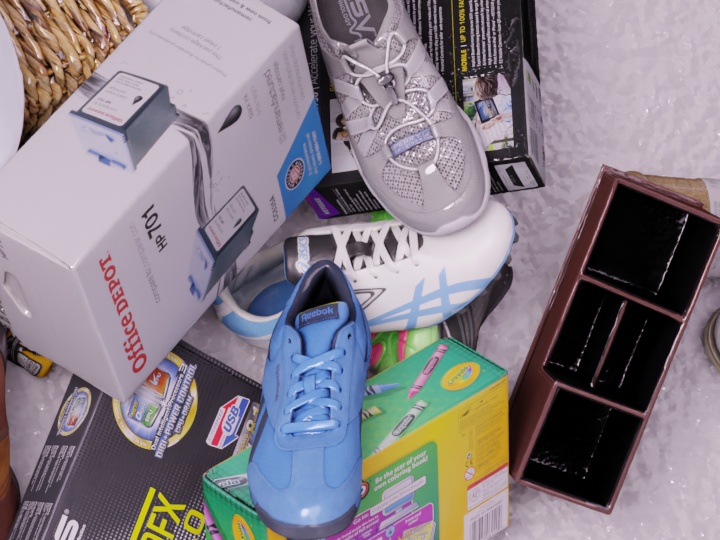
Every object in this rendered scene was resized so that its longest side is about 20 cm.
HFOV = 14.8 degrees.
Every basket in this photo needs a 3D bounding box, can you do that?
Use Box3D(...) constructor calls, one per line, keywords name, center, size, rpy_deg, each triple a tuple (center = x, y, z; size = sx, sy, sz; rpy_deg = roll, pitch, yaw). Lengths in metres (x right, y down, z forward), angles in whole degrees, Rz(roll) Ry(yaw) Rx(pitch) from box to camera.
Box3D(name="basket", center=(-0.232, -0.168, 1.673), size=(0.149, 0.143, 0.200), rpy_deg=(-32, 84, -13))

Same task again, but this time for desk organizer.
Box3D(name="desk organizer", center=(0.154, 0.044, 1.724), size=(0.072, 0.077, 0.200), rpy_deg=(20, 96, -10))

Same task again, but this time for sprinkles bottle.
Box3D(name="sprinkles bottle", center=(0.263, -0.024, 1.809), size=(0.199, 0.068, 0.068), rpy_deg=(4, 77, -13))

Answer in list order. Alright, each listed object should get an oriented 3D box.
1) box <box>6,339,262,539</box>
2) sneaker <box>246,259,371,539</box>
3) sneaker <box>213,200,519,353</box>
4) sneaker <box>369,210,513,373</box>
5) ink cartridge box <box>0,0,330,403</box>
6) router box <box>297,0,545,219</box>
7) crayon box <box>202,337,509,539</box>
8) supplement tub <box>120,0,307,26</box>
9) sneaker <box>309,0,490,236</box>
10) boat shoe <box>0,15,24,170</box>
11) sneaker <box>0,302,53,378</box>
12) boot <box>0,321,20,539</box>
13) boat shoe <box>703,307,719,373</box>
Box3D(name="box", center=(-0.121, 0.148, 1.654), size=(0.160, 0.044, 0.200), rpy_deg=(32, 70, -32))
Box3D(name="sneaker", center=(-0.029, 0.070, 1.581), size=(0.066, 0.079, 0.200), rpy_deg=(2, 35, 3))
Box3D(name="sneaker", center=(0.000, 0.000, 1.685), size=(0.200, 0.072, 0.072), rpy_deg=(-17, 58, 22))
Box3D(name="sneaker", center=(0.054, -0.014, 1.762), size=(0.084, 0.077, 0.201), rpy_deg=(26, 67, -37))
Box3D(name="ink cartridge box", center=(-0.116, -0.048, 1.581), size=(0.086, 0.147, 0.200), rpy_deg=(28, 65, 24))
Box3D(name="router box", center=(0.035, -0.141, 1.738), size=(0.149, 0.051, 0.201), rpy_deg=(-7, 66, 14))
Box3D(name="crayon box", center=(0.001, 0.137, 1.654), size=(0.200, 0.119, 0.058), rpy_deg=(-28, 41, -34))
Box3D(name="supplement tub", center=(-0.109, -0.215, 1.717), size=(0.145, 0.145, 0.201), rpy_deg=(-5, 79, -15))
Box3D(name="sneaker", center=(0.010, -0.110, 1.654), size=(0.075, 0.082, 0.200), rpy_deg=(-30, 70, 7))
Box3D(name="boat shoe", center=(-0.236, -0.135, 1.563), size=(0.068, 0.057, 0.201), rpy_deg=(-10, 80, -18))
Box3D(name="sneaker", center=(-0.209, 0.020, 1.675), size=(0.199, 0.078, 0.082), rpy_deg=(6, 78, -13))
Box3D(name="boot", center=(-0.228, 0.143, 1.554), size=(0.068, 0.200, 0.189), rpy_deg=(10, 115, -5))
Box3D(name="boat shoe", center=(0.317, 0.080, 1.799), size=(0.200, 0.068, 0.075), rpy_deg=(34, 72, -5))
